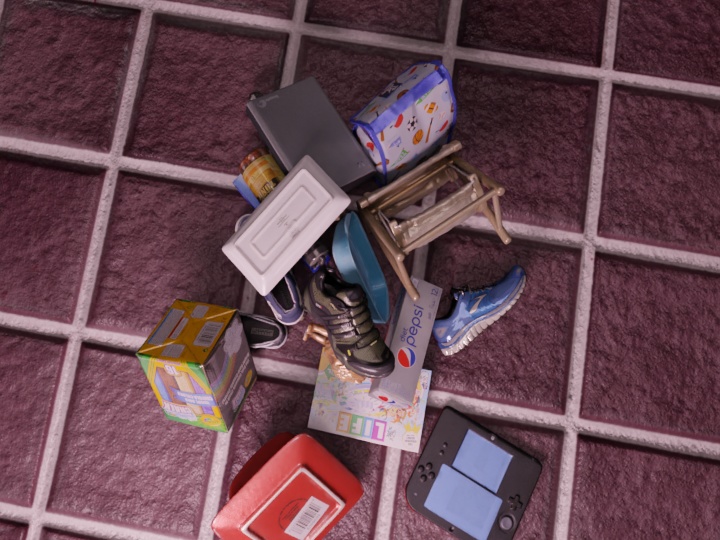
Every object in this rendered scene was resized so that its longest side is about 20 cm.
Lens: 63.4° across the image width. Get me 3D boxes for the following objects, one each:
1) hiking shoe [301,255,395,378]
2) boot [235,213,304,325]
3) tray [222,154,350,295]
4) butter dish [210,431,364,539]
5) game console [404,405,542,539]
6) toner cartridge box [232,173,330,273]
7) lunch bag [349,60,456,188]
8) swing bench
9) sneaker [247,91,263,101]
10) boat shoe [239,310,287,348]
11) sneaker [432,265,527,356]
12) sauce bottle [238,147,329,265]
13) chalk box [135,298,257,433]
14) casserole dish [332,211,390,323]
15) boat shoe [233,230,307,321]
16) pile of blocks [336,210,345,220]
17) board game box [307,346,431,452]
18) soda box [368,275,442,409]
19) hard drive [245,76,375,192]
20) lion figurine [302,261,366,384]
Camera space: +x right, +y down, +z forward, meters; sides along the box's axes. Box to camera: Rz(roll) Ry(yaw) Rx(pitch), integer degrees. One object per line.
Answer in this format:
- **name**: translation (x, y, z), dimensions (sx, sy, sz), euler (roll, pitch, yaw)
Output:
- **hiking shoe**: translation (-0.016, 0.075, 0.892), dimensions (0.075, 0.102, 0.200), euler (-32, 70, -35)
- **boot**: translation (-0.147, -0.013, 0.944), dimensions (0.071, 0.091, 0.204), euler (-29, 80, -10)
- **tray**: translation (-0.116, -0.072, 0.888), dimensions (0.107, 0.022, 0.200), euler (43, 89, 11)
- **butter dish**: translation (-0.127, 0.346, 0.942), dimensions (0.200, 0.147, 0.201), euler (-43, 123, -7)
- **game console**: translation (0.187, 0.357, 0.982), dimensions (0.196, 0.031, 0.181), euler (29, 84, 5)
- **toner cartridge box**: translation (-0.135, -0.084, 1.020), dimensions (0.043, 0.095, 0.200), euler (-43, 84, -6)
- **lunch bag**: translation (0.071, -0.250, 0.985), dimensions (0.169, 0.200, 0.125), euler (-39, 83, -3)
- **swing bench**: translation (0.112, -0.099, 0.962), dimensions (0.195, 0.131, 0.202), euler (-31, 51, -3)
- **sneaker**: translation (-0.130, -0.266, 1.045), dimensions (0.089, 0.068, 0.201), euler (-31, 55, -16)
- **boat shoe**: translation (-0.225, 0.103, 1.009), dimensions (0.192, 0.068, 0.075), euler (8, 82, 3)
- **sneaker**: translation (0.201, 0.053, 1.001), dimensions (0.198, 0.079, 0.090), euler (-39, 85, -4)
- **sauce bottle**: translation (-0.121, -0.102, 0.942), dimensions (0.065, 0.066, 0.202), euler (-36, 81, -4)
- **chalk box**: translation (-0.253, 0.169, 0.946), dimensions (0.119, 0.205, 0.126), euler (7, 40, 16)
- **casserole dish**: translation (0.000, 0.000, 0.970), dimensions (0.038, 0.123, 0.204), euler (-15, 124, 15)
- **boat shoe**: translation (-0.148, -0.006, 1.020), dimensions (0.064, 0.073, 0.202), euler (-38, 83, 1)
- **pile of blocks**: translation (-0.093, -0.131, 1.020), dimensions (0.082, 0.062, 0.200), euler (-40, 52, -2)
- **board game box**: translation (0.016, 0.220, 1.003), dimensions (0.192, 0.034, 0.140), euler (11, 83, 3)
- **soda box**: translation (0.075, 0.118, 0.970), dimensions (0.062, 0.068, 0.206), euler (21, 67, -6)
- **hard drive**: translation (-0.082, -0.213, 0.960), dimensions (0.137, 0.033, 0.203), euler (-28, 78, -25)
- **lion figurine**: translation (-0.028, 0.085, 0.988), dimensions (0.118, 0.073, 0.206), euler (18, 57, -8)
